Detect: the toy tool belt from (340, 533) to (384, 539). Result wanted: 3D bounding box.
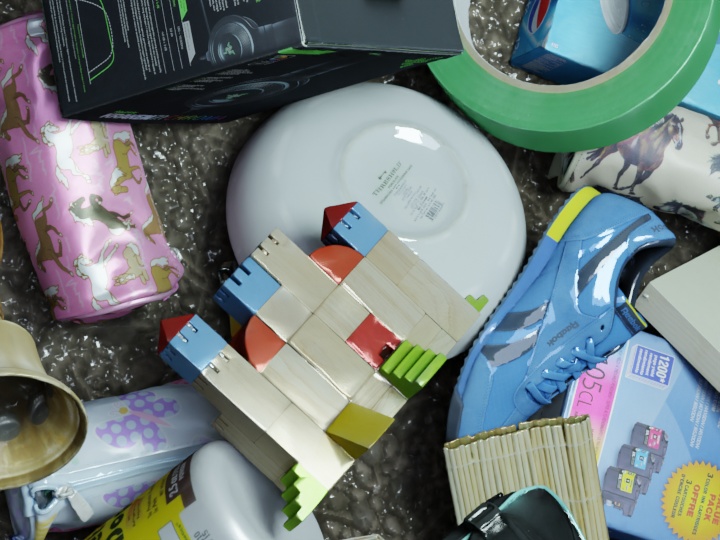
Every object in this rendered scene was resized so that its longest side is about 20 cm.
[{"bbox_3d":[-0.036,0.241,1.541,0.200,0.123,0.125,-22,92,-19],"label":"toy tool belt"}]

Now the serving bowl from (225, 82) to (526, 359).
[{"bbox_3d":[0.019,-0.041,1.583,0.200,0.066,0.200,9,60,-16],"label":"serving bowl"}]

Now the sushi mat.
[{"bbox_3d":[0.115,0.186,1.600,0.096,0.012,0.200,-12,116,-1],"label":"sushi mat"}]

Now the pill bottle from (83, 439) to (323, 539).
[{"bbox_3d":[-0.124,0.197,1.486,0.200,0.109,0.109,-39,99,19],"label":"pill bottle"}]

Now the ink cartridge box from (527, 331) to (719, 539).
[{"bbox_3d":[0.209,0.123,1.663,0.200,0.076,0.137,19,79,-18],"label":"ink cartridge box"}]

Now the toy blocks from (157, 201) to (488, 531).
[{"bbox_3d":[-0.030,0.038,1.471,0.137,0.100,0.200,43,63,-1],"label":"toy blocks"}]

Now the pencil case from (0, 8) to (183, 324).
[{"bbox_3d":[-0.176,-0.068,1.549,0.087,0.083,0.200,-17,89,-62],"label":"pencil case"}]

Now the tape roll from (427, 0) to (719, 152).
[{"bbox_3d":[0.133,-0.178,1.611,0.200,0.048,0.201,-4,75,13],"label":"tape roll"}]

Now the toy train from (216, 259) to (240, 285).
[{"bbox_3d":[0.000,0.000,1.620,0.200,0.046,0.034,-4,64,-22],"label":"toy train"}]

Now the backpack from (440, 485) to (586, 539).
[{"bbox_3d":[0.086,0.253,1.421,0.200,0.153,0.176,48,51,9],"label":"backpack"}]

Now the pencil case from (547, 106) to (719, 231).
[{"bbox_3d":[0.229,-0.063,1.669,0.200,0.089,0.078,18,75,-9],"label":"pencil case"}]

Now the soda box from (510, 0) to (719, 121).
[{"bbox_3d":[0.209,-0.142,1.695,0.200,0.064,0.068,19,79,-17],"label":"soda box"}]

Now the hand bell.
[{"bbox_3d":[-0.227,0.022,1.494,0.104,0.104,0.200,2,46,-18],"label":"hand bell"}]

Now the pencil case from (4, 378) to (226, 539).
[{"bbox_3d":[-0.127,0.110,1.542,0.200,0.091,0.083,-13,88,-20],"label":"pencil case"}]

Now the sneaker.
[{"bbox_3d":[0.127,0.043,1.581,0.078,0.066,0.200,30,84,25],"label":"sneaker"}]

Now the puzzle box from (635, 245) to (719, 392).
[{"bbox_3d":[0.289,0.065,1.648,0.200,0.025,0.133,47,40,18],"label":"puzzle box"}]

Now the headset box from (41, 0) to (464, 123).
[{"bbox_3d":[-0.059,-0.156,1.500,0.174,0.200,0.093,-4,82,-57],"label":"headset box"}]
